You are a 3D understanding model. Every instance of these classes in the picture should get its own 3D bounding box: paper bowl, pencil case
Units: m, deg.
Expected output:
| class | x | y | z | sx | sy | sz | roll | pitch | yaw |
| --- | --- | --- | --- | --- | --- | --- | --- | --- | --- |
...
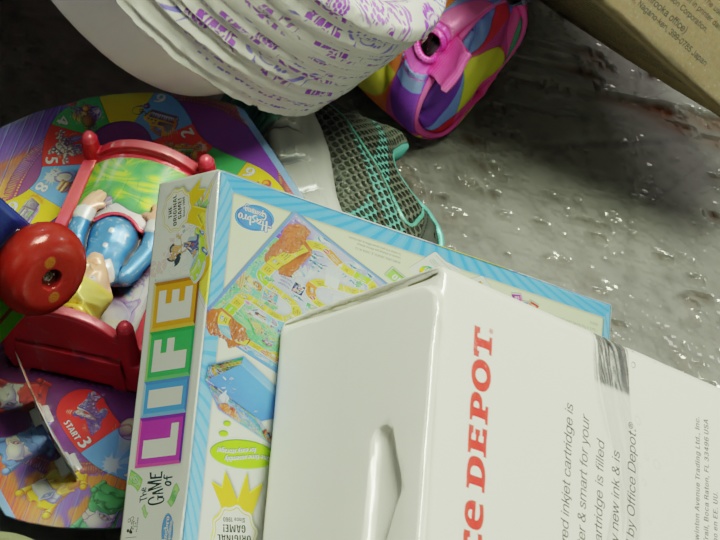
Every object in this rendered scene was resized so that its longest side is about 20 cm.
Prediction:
| class | x | y | z | sx | sy | sz | roll | pitch | yaw |
| --- | --- | --- | --- | --- | --- | --- | --- | --- | --- |
| paper bowl | -0.064 | -0.149 | 1.125 | 0.201 | 0.104 | 0.201 | 43 | 26 | -27 |
| pencil case | -0.014 | -0.144 | 1.286 | 0.200 | 0.089 | 0.088 | 40 | 41 | 18 |

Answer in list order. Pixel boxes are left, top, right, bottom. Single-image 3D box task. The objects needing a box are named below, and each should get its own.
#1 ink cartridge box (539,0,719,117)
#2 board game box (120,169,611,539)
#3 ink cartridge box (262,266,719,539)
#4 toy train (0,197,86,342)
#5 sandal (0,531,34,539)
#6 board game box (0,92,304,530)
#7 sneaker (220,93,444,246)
| class | x | y | z | sx | sy | sz | roll | pitch | yaw |
| --- | --- | --- | --- | --- | --- | --- | --- | --- | --- |
| ink cartridge box | 0.092 | -0.162 | 1.273 | 0.164 | 0.075 | 0.200 | 35 | 3 | -37 |
| board game box | 0.007 | 0.056 | 1.031 | 0.199 | 0.034 | 0.135 | 19 | 70 | -40 |
| ink cartridge box | 0.064 | 0.102 | 0.987 | 0.199 | 0.084 | 0.147 | 23 | 62 | -38 |
| toy train | -0.190 | -0.020 | 0.964 | 0.085 | 0.116 | 0.200 | 37 | -5 | 43 |
| sandal | -0.050 | 0.143 | 0.977 | 0.200 | 0.057 | 0.080 | 27 | 40 | -10 |
| board game box | -0.088 | -0.001 | 1.069 | 0.157 | 0.039 | 0.200 | -25 | 55 | -13 |
| sneaker | 0.000 | 0.000 | 1.155 | 0.091 | 0.078 | 0.201 | 13 | 45 | -29 |
